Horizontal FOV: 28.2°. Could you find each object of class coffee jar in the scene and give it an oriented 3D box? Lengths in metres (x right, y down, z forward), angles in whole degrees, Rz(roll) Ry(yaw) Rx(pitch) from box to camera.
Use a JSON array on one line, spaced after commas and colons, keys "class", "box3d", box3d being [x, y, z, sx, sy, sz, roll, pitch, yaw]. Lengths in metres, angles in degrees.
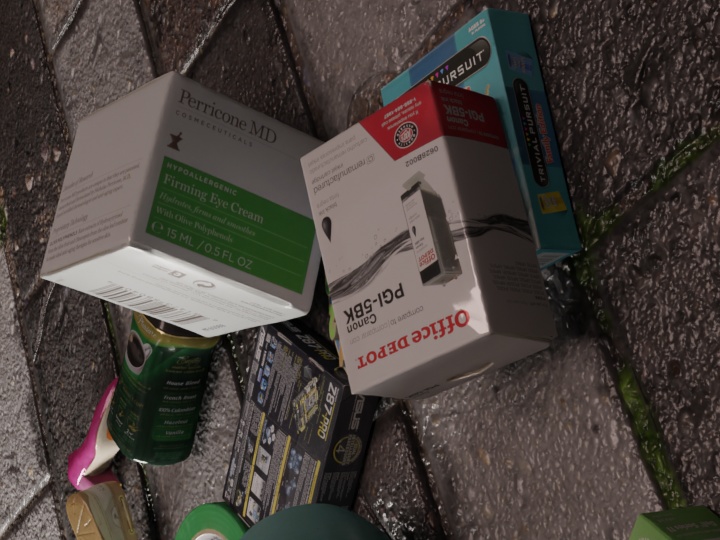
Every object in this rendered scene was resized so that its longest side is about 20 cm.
[{"class": "coffee jar", "box3d": [-0.209, 0.102, 1.543, 0.104, 0.085, 0.201, 44, 125, 49]}]

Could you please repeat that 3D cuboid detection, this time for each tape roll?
[{"class": "tape roll", "box3d": [-0.131, 0.336, 1.456, 0.200, 0.048, 0.202, -3, 87, 55]}]

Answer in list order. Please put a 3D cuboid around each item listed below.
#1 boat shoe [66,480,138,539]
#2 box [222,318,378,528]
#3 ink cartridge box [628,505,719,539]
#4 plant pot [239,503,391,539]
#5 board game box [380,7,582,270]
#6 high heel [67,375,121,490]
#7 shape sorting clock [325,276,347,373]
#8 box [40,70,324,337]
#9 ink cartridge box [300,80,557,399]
[{"class": "boat shoe", "box3d": [-0.267, 0.335, 1.634, 0.074, 0.069, 0.201, -7, 104, 48]}, {"class": "box", "box3d": [-0.062, 0.165, 1.363, 0.161, 0.049, 0.201, 34, 116, 53]}, {"class": "ink cartridge box", "box3d": [0.244, 0.254, 0.908, 0.200, 0.067, 0.118, 40, 121, 48]}, {"class": "plant pot", "box3d": [-0.033, 0.296, 1.203, 0.201, 0.200, 0.161, -65, 31, 30]}, {"class": "board game box", "box3d": [0.092, -0.085, 1.154, 0.151, 0.047, 0.201, -31, 64, 50]}, {"class": "high heel", "box3d": [-0.311, 0.186, 1.704, 0.096, 0.067, 0.201, 42, 136, 35]}, {"class": "shape sorting clock", "box3d": [0.000, 0.000, 1.250, 0.200, 0.039, 0.201, 176, 90, -72]}, {"class": "box", "box3d": [-0.159, -0.054, 1.351, 0.200, 0.198, 0.172, -15, 59, 53]}, {"class": "ink cartridge box", "box3d": [0.048, -0.019, 1.082, 0.146, 0.083, 0.201, -28, 67, 38]}]
